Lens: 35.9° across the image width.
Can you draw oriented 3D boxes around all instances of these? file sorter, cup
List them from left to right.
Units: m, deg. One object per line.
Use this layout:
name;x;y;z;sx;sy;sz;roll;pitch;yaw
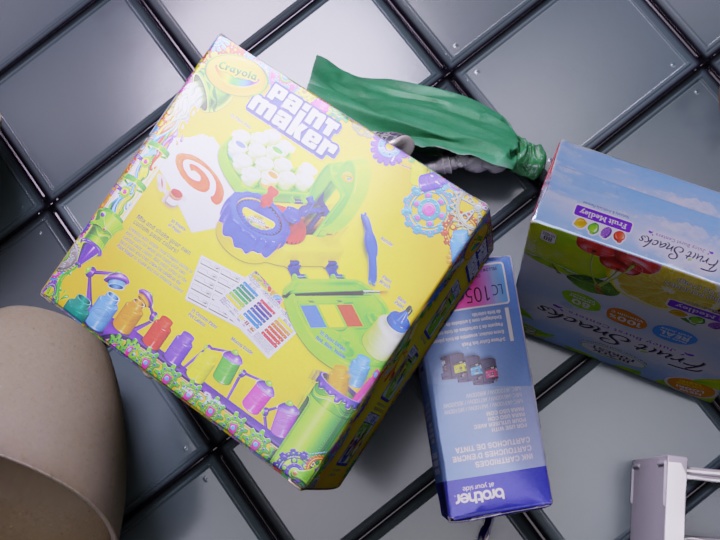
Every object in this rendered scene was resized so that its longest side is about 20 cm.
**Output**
cup;-0.254;0.113;0.819;0.197;0.201;0.145;7;53;8
file sorter;0.250;0.233;0.748;0.123;0.139;0.203;4;80;5

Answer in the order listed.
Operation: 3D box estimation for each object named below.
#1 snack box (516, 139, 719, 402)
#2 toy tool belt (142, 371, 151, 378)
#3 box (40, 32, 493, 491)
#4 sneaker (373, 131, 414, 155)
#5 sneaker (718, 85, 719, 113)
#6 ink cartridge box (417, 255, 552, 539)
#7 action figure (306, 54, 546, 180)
snack box;0.194;0.009;0.762;0.167;0.200;0.068;20;71;11
toy tool belt;-0.073;0.015;0.844;0.122;0.125;0.201;26;55;4
box;-0.050;-0.001;0.695;0.199;0.122;0.194;34;86;13
sneaker;0.000;0.000;0.781;0.080;0.076;0.203;-8;77;35
sneaker;0.373;-0.162;0.850;0.197;0.067;0.091;0;72;6
ink cartridge box;0.084;0.104;0.790;0.075;0.137;0.203;-10;78;1
action figure;0.052;-0.109;0.867;0.197;0.055;0.119;15;37;-4
